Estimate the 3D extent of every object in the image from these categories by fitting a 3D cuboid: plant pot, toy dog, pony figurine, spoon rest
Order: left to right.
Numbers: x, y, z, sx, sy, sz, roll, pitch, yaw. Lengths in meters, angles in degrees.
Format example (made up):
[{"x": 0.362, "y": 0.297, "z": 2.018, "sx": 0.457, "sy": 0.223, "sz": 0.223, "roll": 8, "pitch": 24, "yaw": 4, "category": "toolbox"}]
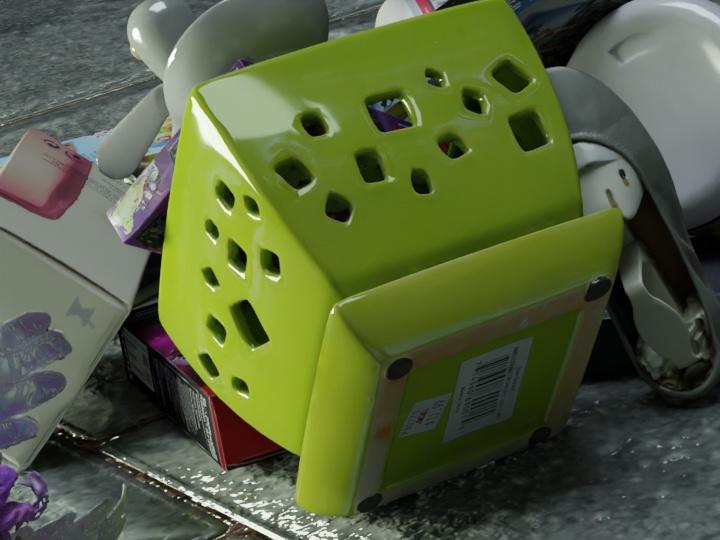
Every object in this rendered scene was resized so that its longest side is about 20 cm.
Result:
[{"x": -0.204, "y": 0.134, "z": 1.119, "sx": 0.192, "sy": 0.168, "sz": 0.200, "roll": -21, "pitch": 34, "yaw": -7, "category": "pony figurine"}, {"x": -0.096, "y": -0.063, "z": 1.444, "sx": 0.131, "sy": 0.202, "sz": 0.096, "roll": 0, "pitch": -13, "yaw": -38, "category": "toy dog"}, {"x": -0.074, "y": -0.086, "z": 1.309, "sx": 0.099, "sy": 0.201, "sz": 0.061, "roll": -14, "pitch": 53, "yaw": -30, "category": "spoon rest"}, {"x": 0.022, "y": 0.002, "z": 1.236, "sx": 0.198, "sy": 0.201, "sz": 0.182, "roll": -18, "pitch": 56, "yaw": -23, "category": "plant pot"}]

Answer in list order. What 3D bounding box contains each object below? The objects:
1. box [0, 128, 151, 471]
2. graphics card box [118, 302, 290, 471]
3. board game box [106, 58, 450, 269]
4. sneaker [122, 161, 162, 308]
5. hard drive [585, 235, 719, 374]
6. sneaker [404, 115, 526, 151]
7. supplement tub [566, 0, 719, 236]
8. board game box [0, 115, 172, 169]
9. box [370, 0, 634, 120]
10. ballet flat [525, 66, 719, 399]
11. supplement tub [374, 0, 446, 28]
[{"x": -0.205, "y": 0.012, "z": 1.438, "sx": 0.109, "sy": 0.128, "sz": 0.200, "roll": 32, "pitch": 15, "yaw": -8, "category": "box"}, {"x": -0.061, "y": 0.054, "z": 1.407, "sx": 0.125, "sy": 0.051, "sz": 0.200, "roll": -17, "pitch": 17, "yaw": -17, "category": "graphics card box"}, {"x": -0.037, "y": -0.046, "z": 1.316, "sx": 0.120, "sy": 0.032, "sz": 0.199, "roll": -44, "pitch": -32, "yaw": 22, "category": "board game box"}, {"x": -0.144, "y": -0.032, "z": 1.568, "sx": 0.199, "sy": 0.090, "sz": 0.067, "roll": -24, "pitch": 15, "yaw": 23, "category": "sneaker"}, {"x": 0.152, "y": 0.021, "z": 1.398, "sx": 0.198, "sy": 0.043, "sz": 0.135, "roll": -6, "pitch": 18, "yaw": 16, "category": "hard drive"}, {"x": 0.082, "y": -0.035, "z": 1.507, "sx": 0.099, "sy": 0.071, "sz": 0.200, "roll": 20, "pitch": -12, "yaw": 17, "category": "sneaker"}, {"x": 0.226, "y": -0.094, "z": 1.475, "sx": 0.143, "sy": 0.146, "sz": 0.199, "roll": 1, "pitch": 0, "yaw": 32, "category": "supplement tub"}, {"x": -0.165, "y": -0.043, "z": 1.682, "sx": 0.199, "sy": 0.104, "sz": 0.105, "roll": -16, "pitch": 18, "yaw": -18, "category": "board game box"}, {"x": 0.083, "y": -0.137, "z": 1.466, "sx": 0.199, "sy": 0.038, "sz": 0.136, "roll": -34, "pitch": -19, "yaw": 31, "category": "box"}, {"x": 0.147, "y": -0.018, "z": 1.273, "sx": 0.067, "sy": 0.201, "sz": 0.064, "roll": -24, "pitch": 16, "yaw": 21, "category": "ballet flat"}, {"x": 0.121, "y": -0.166, "z": 1.837, "sx": 0.198, "sy": 0.142, "sz": 0.140, "roll": -13, "pitch": 18, "yaw": -10, "category": "supplement tub"}]
